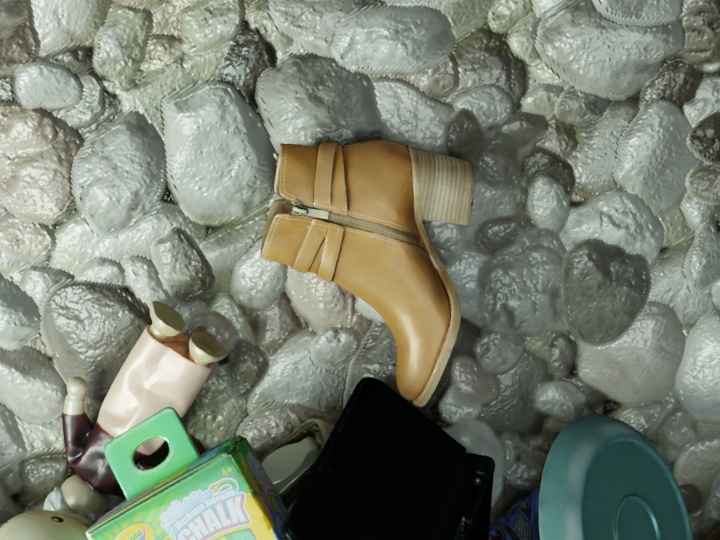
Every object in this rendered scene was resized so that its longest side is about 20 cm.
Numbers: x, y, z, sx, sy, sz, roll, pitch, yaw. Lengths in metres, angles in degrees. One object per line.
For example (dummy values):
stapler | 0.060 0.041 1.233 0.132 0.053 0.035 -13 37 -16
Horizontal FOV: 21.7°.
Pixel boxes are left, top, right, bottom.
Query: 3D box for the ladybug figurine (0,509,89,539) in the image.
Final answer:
ladybug figurine | -0.235 0.251 1.454 0.135 0.072 0.201 -5 139 2

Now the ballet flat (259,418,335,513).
ballet flat | -0.091 0.187 1.481 0.200 0.069 0.070 -40 107 0

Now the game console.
game console | 0.023 0.214 1.431 0.116 0.200 0.177 13 127 14

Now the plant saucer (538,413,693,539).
plant saucer | 0.208 0.210 1.472 0.027 0.200 0.201 -17 113 39

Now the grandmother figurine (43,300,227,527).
grandmother figurine | -0.181 0.130 1.463 0.121 0.061 0.201 38 103 9

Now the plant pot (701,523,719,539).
plant pot | 0.361 0.292 1.530 0.186 0.186 0.201 -31 93 3

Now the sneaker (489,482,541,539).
sneaker | 0.141 0.258 1.478 0.078 0.201 0.075 -28 122 24

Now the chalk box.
chalk box | -0.117 0.202 1.387 0.124 0.124 0.201 -30 91 2

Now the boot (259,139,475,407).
boot | 0.000 0.000 1.433 0.154 0.077 0.202 5 103 -10
